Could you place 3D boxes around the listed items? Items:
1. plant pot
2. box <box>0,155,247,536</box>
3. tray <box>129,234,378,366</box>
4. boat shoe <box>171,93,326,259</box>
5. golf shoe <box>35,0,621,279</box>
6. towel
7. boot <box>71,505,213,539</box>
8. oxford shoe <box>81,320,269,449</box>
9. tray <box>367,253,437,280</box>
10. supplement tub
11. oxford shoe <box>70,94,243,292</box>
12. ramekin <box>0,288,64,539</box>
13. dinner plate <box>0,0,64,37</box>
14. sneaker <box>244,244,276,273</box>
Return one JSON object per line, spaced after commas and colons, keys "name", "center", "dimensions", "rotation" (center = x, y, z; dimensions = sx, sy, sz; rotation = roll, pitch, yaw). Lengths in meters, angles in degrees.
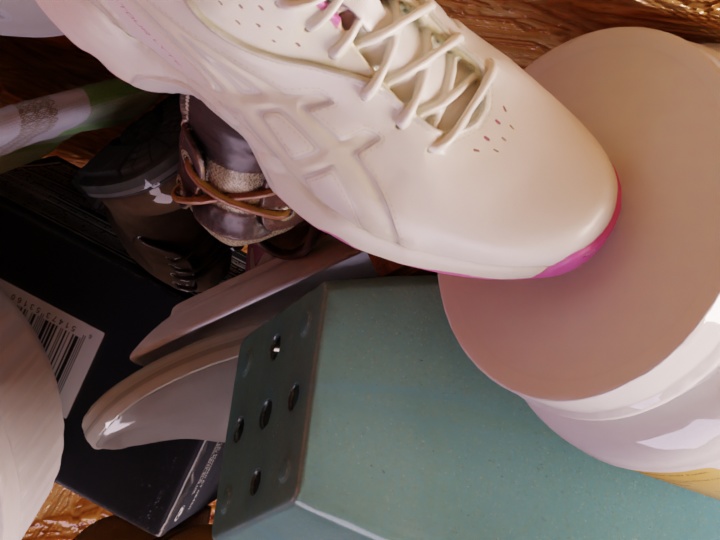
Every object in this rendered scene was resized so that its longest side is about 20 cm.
{"name": "plant pot", "center": [0.051, 0.081, 0.818], "dimensions": [0.200, 0.142, 0.141], "rotation": [17, 156, -21]}
{"name": "box", "center": [-0.139, 0.033, 1.088], "dimensions": [0.200, 0.123, 0.198], "rotation": [27, -170, 9]}
{"name": "tray", "center": [0.000, 0.000, 0.901], "dimensions": [0.200, 0.022, 0.107], "rotation": [-25, 161, 12]}
{"name": "boat shoe", "center": [-0.036, -0.043, 0.776], "dimensions": [0.072, 0.072, 0.200], "rotation": [18, 173, 5]}
{"name": "golf shoe", "center": [-0.009, -0.065, 0.581], "dimensions": [0.200, 0.075, 0.092], "rotation": [30, 159, 0]}
{"name": "towel", "center": [-0.202, -0.042, 0.898], "dimensions": [0.200, 0.031, 0.149], "rotation": [-19, -175, -34]}
{"name": "boot", "center": [-0.063, 0.172, 1.016], "dimensions": [0.201, 0.071, 0.144], "rotation": [11, -162, 22]}
{"name": "oxford shoe", "center": [-0.026, 0.055, 0.906], "dimensions": [0.200, 0.058, 0.075], "rotation": [-11, 162, -25]}
{"name": "tray", "center": [0.080, -0.010, 0.861], "dimensions": [0.099, 0.037, 0.200], "rotation": [-28, 158, 13]}
{"name": "supplement tub", "center": [0.135, 0.007, 0.687], "dimensions": [0.144, 0.145, 0.200], "rotation": [5, 168, 45]}
{"name": "oxford shoe", "center": [-0.081, -0.034, 0.922], "dimensions": [0.084, 0.073, 0.200], "rotation": [54, 174, -4]}
{"name": "ramekin", "center": [-0.234, 0.072, 0.959], "dimensions": [0.202, 0.203, 0.094], "rotation": [11, -151, 19]}
{"name": "dinner plate", "center": [-0.167, -0.119, 0.747], "dimensions": [0.200, 0.024, 0.200], "rotation": [13, 173, 2]}
{"name": "sneaker", "center": [-0.005, -0.020, 0.993], "dimensions": [0.088, 0.081, 0.200], "rotation": [7, 177, 8]}
